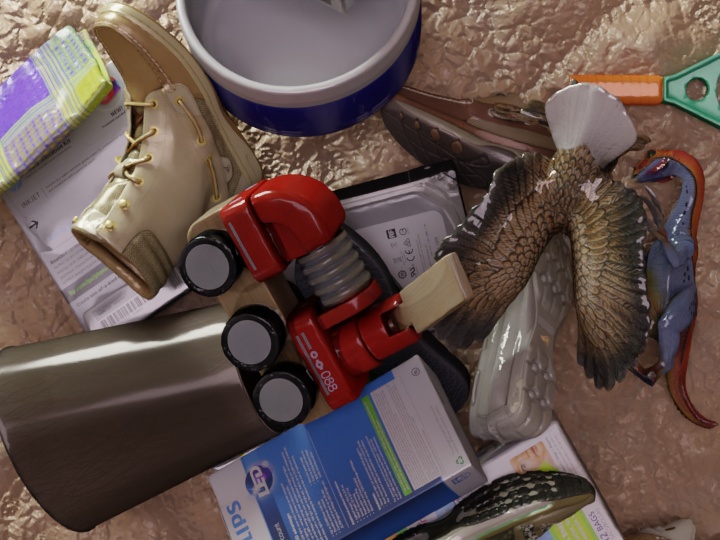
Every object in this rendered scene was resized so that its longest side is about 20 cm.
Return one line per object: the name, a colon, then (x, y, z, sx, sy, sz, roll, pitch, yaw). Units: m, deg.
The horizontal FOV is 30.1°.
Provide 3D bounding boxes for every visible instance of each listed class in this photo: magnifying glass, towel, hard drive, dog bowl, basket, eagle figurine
magnifying glass: (0.274, -0.152, 1.126, 0.197, 0.022, 0.081, 1, 91, 7)
towel: (-0.300, -0.121, 1.138, 0.199, 0.144, 0.023, -39, 129, 3)
hard drive: (0.000, 0.000, 1.126, 0.197, 0.038, 0.142, -13, 110, 6)
dog bowl: (-0.048, -0.215, 1.097, 0.197, 0.079, 0.203, -2, 69, 4)
basket: (-0.171, 0.108, 1.096, 0.197, 0.137, 0.182, -20, 124, 13)
eagle figurine: (0.152, -0.028, 1.007, 0.150, 0.151, 0.202, 32, 68, -29)

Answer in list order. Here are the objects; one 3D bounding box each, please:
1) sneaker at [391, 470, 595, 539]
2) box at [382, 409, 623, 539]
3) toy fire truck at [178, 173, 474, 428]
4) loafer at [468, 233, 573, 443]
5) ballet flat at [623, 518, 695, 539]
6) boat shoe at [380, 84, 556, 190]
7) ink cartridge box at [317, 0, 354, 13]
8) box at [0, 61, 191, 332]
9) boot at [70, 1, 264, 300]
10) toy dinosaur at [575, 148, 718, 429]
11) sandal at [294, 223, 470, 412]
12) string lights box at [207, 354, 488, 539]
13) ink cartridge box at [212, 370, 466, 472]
sneaker: (0.098, 0.223, 1.030, 0.198, 0.077, 0.089, -29, 99, 11)
box: (0.102, 0.216, 1.108, 0.198, 0.101, 0.113, -31, 87, 5)
toy fire truck: (-0.016, 0.006, 0.999, 0.198, 0.129, 0.178, -26, 99, 17)
loafer: (0.127, 0.045, 1.093, 0.069, 0.070, 0.202, -14, 47, 38)
ballet flat: (0.286, 0.246, 1.117, 0.197, 0.071, 0.066, 18, 65, 3)
boat shoe: (0.112, -0.111, 1.124, 0.198, 0.076, 0.072, 25, 68, 3)
ink cartridge box: (-0.029, -0.322, 1.069, 0.161, 0.050, 0.202, 28, 76, 14)
box: (-0.215, -0.057, 1.169, 0.155, 0.041, 0.201, -34, 88, 4)
boot: (-0.180, -0.093, 1.068, 0.156, 0.072, 0.201, -49, 126, -22)
toy dinosaur: (0.251, 0.000, 1.123, 0.199, 0.105, 0.183, 37, 79, -33)
sandal: (0.015, 0.040, 1.102, 0.076, 0.043, 0.201, -29, 112, 22)
string lights box: (-0.012, 0.165, 1.060, 0.198, 0.059, 0.104, -30, 62, 7)
ink cartridge box: (-0.017, 0.154, 1.140, 0.198, 0.059, 0.105, -31, 87, 5)
